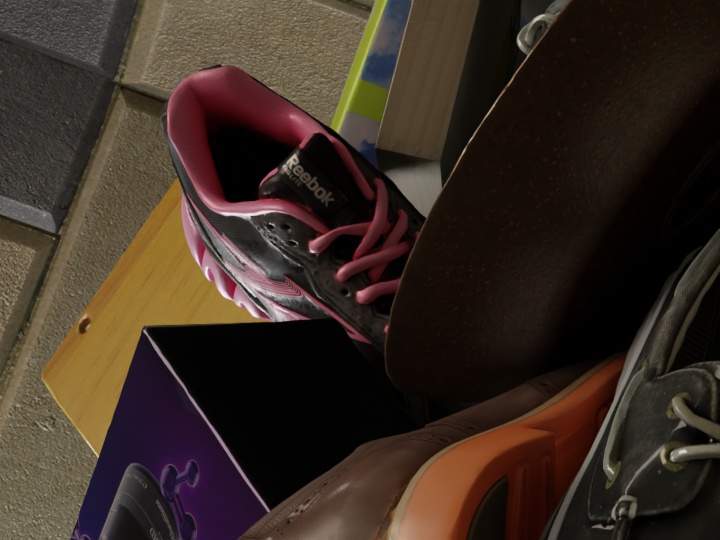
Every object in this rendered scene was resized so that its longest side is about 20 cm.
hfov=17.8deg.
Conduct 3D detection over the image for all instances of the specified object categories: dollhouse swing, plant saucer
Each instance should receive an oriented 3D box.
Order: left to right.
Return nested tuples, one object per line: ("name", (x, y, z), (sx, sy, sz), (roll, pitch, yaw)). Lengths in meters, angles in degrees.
("dollhouse swing", (-0.026, 0.089, 1.074), (0.182, 0.175, 0.200), (-54, 35, 3))
("plant saucer", (0.085, -0.034, 0.642), (0.200, 0.037, 0.201), (-44, -20, -20))

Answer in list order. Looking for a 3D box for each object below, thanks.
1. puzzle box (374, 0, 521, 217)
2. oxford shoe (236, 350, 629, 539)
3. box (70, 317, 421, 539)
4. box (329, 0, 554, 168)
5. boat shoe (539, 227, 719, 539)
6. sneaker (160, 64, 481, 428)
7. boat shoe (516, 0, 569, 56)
("puzzle box", (0.037, -0.069, 0.889), (0.200, 0.025, 0.134), (80, -157, -71))
("oxford shoe", (0.036, 0.059, 0.615), (0.200, 0.072, 0.072), (-5, -86, -63))
("box", (-0.013, 0.130, 0.680), (0.200, 0.078, 0.142), (50, 131, 42))
("box", (0.057, -0.083, 1.030), (0.048, 0.121, 0.201), (-99, 29, -80))
("boat shoe", (0.081, 0.047, 0.530), (0.201, 0.072, 0.071), (-73, 1, -48))
("sneaker", (0.000, 0.000, 0.757), (0.079, 0.200, 0.096), (-42, -32, -15))
("boat shoe", (0.083, -0.067, 0.772), (0.200, 0.062, 0.073), (-57, -10, -32))
